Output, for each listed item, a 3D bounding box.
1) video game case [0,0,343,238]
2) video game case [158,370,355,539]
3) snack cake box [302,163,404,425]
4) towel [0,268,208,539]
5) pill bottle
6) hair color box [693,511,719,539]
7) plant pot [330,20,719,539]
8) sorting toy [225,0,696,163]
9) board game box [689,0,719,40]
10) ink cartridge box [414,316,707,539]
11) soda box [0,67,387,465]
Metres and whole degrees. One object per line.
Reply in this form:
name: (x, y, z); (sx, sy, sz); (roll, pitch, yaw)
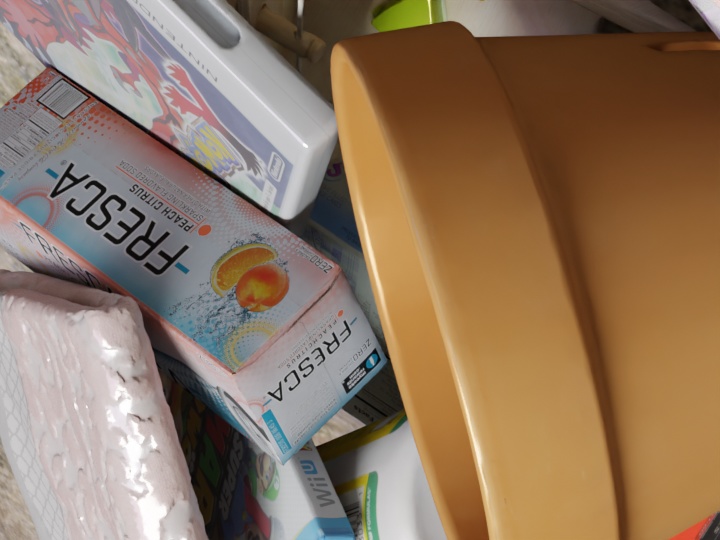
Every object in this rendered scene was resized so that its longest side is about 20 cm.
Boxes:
video game case: (-0.087, -0.086, 0.943); (0.182, 0.023, 0.200); (45, 165, 6)
video game case: (-0.062, 0.092, 1.024); (0.200, 0.018, 0.143); (63, 142, 43)
snack cake box: (0.000, 0.000, 1.070); (0.200, 0.067, 0.115); (34, 147, 19)
towel: (-0.106, 0.100, 0.991); (0.191, 0.032, 0.201); (11, 119, 65)
pill bottle: (0.015, 0.122, 1.018); (0.113, 0.113, 0.200); (51, 147, -7)
hair color box: (0.232, 0.115, 0.855); (0.200, 0.102, 0.061); (33, -175, -2)
plant pot: (0.082, 0.006, 0.785); (0.200, 0.139, 0.201); (166, 90, -85)
sorting toy: (0.040, -0.099, 0.897); (0.179, 0.107, 0.200); (25, 162, 6)
board game box: (0.088, -0.164, 0.747); (0.200, 0.120, 0.032); (51, 131, -6)
ink cartridge box: (0.136, 0.055, 0.904); (0.200, 0.160, 0.047); (53, -169, -7)
soda box: (-0.083, -0.005, 0.978); (0.200, 0.064, 0.068); (35, 161, 38)
